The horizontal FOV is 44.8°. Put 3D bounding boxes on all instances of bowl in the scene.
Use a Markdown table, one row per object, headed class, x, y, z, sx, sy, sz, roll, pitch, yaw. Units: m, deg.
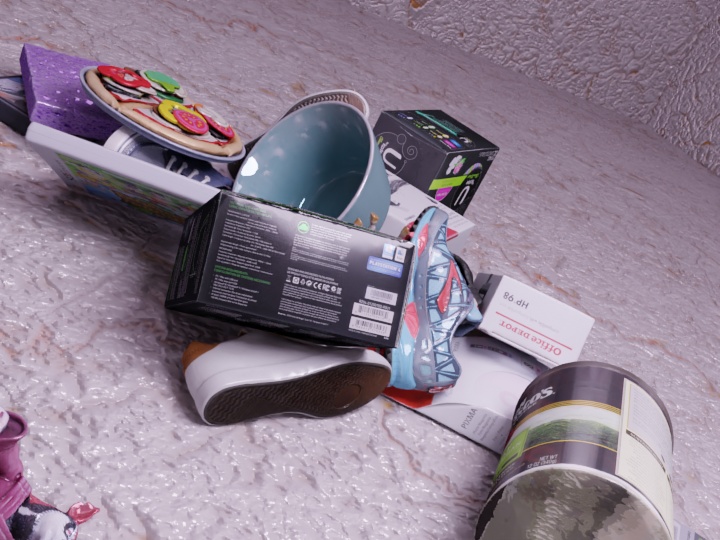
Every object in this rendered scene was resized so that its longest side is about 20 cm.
| class | x | y | z | sx | sy | sz | roll | pitch | yaw |
| --- | --- | --- | --- | --- | --- | --- | --- | --- | --- |
| bowl | -0.043 | -0.086 | 1.020 | 0.105 | 0.201 | 0.201 | 39 | 8 | -46 |

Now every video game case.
| class | x | y | z | sx | sy | sz | roll | pitch | yaw |
| --- | --- | --- | --- | --- | --- | --- | --- | --- | --- |
| video game case | -0.216 | -0.080 | 0.875 | 0.199 | 0.022 | 0.182 | 20 | -9 | -4 |
| video game case | -0.354 | -0.189 | 1.088 | 0.199 | 0.026 | 0.181 | 32 | 24 | 12 |

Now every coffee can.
| class | x | y | z | sx | sy | sz | roll | pitch | yaw |
| --- | --- | --- | --- | --- | --- | --- | --- | --- | --- |
| coffee can | 0.184 | 0.180 | 0.721 | 0.146 | 0.147 | 0.200 | 29 | 24 | 8 |

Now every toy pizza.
| class | x | y | z | sx | sy | sz | roll | pitch | yaw |
| --- | --- | --- | --- | --- | --- | --- | --- | --- | --- |
| toy pizza | -0.216 | -0.184 | 0.979 | 0.199 | 0.032 | 0.200 | 28 | 18 | -10 |

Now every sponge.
| class | x | y | z | sx | sy | sz | roll | pitch | yaw |
| --- | --- | --- | --- | --- | --- | --- | --- | --- | --- |
| sponge | -0.350 | -0.218 | 1.064 | 0.111 | 0.030 | 0.200 | 10 | 28 | -31 |

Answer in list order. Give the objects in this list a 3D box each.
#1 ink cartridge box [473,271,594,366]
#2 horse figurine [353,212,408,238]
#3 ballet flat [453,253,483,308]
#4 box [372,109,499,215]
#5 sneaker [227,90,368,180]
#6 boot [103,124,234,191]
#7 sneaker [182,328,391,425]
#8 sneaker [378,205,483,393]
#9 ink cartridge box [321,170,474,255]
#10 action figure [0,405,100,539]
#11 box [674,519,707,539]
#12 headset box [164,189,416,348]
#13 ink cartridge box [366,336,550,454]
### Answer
| class | x | y | z | sx | sy | sz | roll | pitch | yaw |
| --- | --- | --- | --- | --- | --- | --- | --- | --- | --- |
| ink cartridge box | 0.189 | 0.057 | 0.995 | 0.115 | 0.067 | 0.200 | 26 | 0 | -3 |
| horse figurine | 0.000 | 0.000 | 0.966 | 0.200 | 0.133 | 0.050 | 15 | 34 | -50 |
| ballet flat | 0.101 | 0.024 | 1.002 | 0.200 | 0.066 | 0.057 | -72 | 137 | -79 |
| box | 0.092 | -0.148 | 1.303 | 0.124 | 0.149 | 0.200 | 36 | 26 | 20 |
| sneaker | -0.078 | -0.178 | 1.144 | 0.073 | 0.199 | 0.085 | 65 | 14 | -4 |
| boot | -0.209 | -0.113 | 0.988 | 0.090 | 0.073 | 0.200 | 34 | 12 | 10 |
| sneaker | -0.062 | 0.080 | 0.768 | 0.199 | 0.073 | 0.085 | 4 | 34 | -39 |
| sneaker | 0.076 | 0.032 | 0.883 | 0.095 | 0.079 | 0.201 | 14 | 66 | -5 |
| ink cartridge box | 0.029 | -0.067 | 1.153 | 0.199 | 0.084 | 0.144 | 32 | 25 | 17 |
| action figure | -0.244 | 0.138 | 0.478 | 0.199 | 0.135 | 0.149 | 24 | -23 | -37 |
| box | 0.317 | 0.302 | 0.740 | 0.199 | 0.041 | 0.156 | 31 | 24 | 13 |
| headset box | -0.072 | 0.008 | 0.782 | 0.173 | 0.093 | 0.200 | 15 | -9 | -18 |
| ink cartridge box | 0.106 | 0.109 | 0.917 | 0.199 | 0.057 | 0.163 | 31 | 23 | 0 |
